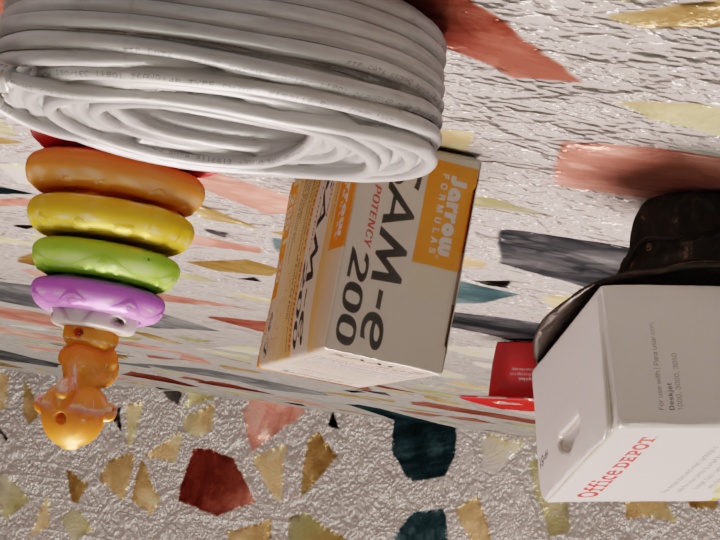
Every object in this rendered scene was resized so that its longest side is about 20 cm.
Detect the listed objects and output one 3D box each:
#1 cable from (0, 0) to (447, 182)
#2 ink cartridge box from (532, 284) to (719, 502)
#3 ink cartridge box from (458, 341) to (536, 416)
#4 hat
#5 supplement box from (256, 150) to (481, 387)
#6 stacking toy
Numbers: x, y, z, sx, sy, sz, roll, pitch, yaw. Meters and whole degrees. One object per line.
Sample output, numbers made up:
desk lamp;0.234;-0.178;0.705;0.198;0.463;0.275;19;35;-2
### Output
cable;-0.060;-0.087;0.900;0.200;0.069;0.200;5;172;24
ink cartridge box;0.207;0.070;1.137;0.200;0.085;0.145;0;158;-12
ink cartridge box;0.207;0.111;1.996;0.200;0.067;0.116;15;170;-35
hat;0.189;0.001;1.185;0.201;0.081;0.201;-4;159;-2
supplement box;0.000;0.000;1.238;0.074;0.126;0.200;13;171;-13
stacking toy;-0.131;-0.006;1.068;0.116;0.200;0.110;6;172;14
